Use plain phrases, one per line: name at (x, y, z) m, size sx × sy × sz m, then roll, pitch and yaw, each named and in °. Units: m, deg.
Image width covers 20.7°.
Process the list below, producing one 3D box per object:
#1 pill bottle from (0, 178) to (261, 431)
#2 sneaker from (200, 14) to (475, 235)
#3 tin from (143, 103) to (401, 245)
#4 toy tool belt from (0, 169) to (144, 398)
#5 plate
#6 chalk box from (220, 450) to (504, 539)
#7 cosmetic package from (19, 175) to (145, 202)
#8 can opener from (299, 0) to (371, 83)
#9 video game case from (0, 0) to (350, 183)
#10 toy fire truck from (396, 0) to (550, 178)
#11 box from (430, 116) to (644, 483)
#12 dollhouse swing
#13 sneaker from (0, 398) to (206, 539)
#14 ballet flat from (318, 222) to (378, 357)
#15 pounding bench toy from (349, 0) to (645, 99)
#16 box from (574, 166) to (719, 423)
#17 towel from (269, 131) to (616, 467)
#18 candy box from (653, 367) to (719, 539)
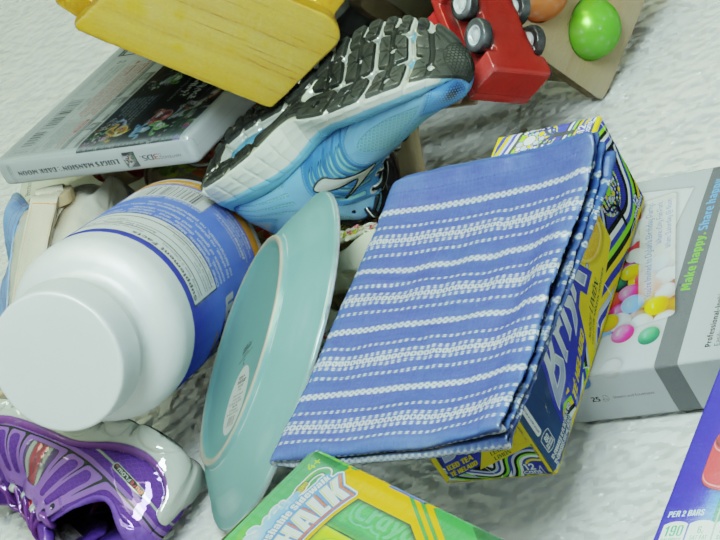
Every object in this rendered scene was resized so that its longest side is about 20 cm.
pill bottle at (-0.138, 0.022, 1.175) m, size 0.111 × 0.113 × 0.200 m, roll -19°, pitch 11°, yaw 22°
sneaker at (-0.002, -0.079, 1.180) m, size 0.199 × 0.090 × 0.079 m, roll -28°, pitch 31°, yaw 39°
tin at (-0.057, -0.054, 1.322) m, size 0.199 × 0.042 × 0.112 m, roll 21°, pitch 51°, yaw 35°
toy tool belt at (-0.204, -0.009, 1.350) m, size 0.122 × 0.125 × 0.201 m, roll -21°, pitch 49°, yaw 26°
plate at (-0.058, 0.048, 1.119) m, size 0.200 × 0.025 × 0.202 m, roll -161°, pitch 90°, yaw -76°
chalk box at (-0.006, 0.176, 0.911) m, size 0.125 × 0.124 × 0.199 m, roll -45°, pitch 33°, yaw -20°
cosmetic package at (-0.149, -0.089, 1.468) m, size 0.199 × 0.073 × 0.104 m, roll -25°, pitch 32°, yaw 11°
can opener at (-0.006, -0.175, 1.378) m, size 0.066 × 0.052 × 0.201 m, roll 39°, pitch 112°, yaw 45°
video game case at (-0.124, -0.127, 1.331) m, size 0.181 × 0.023 × 0.200 m, roll -4°, pitch 33°, yaw 39°
toy fire truck at (0.050, -0.117, 1.202) m, size 0.141 × 0.048 × 0.201 m, roll -48°, pitch 51°, yaw 43°
box at (0.086, 0.013, 1.037) m, size 0.070 × 0.064 × 0.201 m, roll -9°, pitch 41°, yaw 34°
dollhouse swing at (-0.072, -0.226, 1.223) m, size 0.200 × 0.180 × 0.177 m, roll -103°, pitch 37°, yaw -64°
sneaker at (-0.186, 0.131, 1.191) m, size 0.199 × 0.081 × 0.084 m, roll 0°, pitch 49°, yaw 42°
ballet flat at (0.000, 0.000, 1.158) m, size 0.199 × 0.064 × 0.076 m, roll -29°, pitch 66°, yaw 42°
pounding bench toy at (0.090, -0.165, 1.295) m, size 0.155 × 0.124 × 0.201 m, roll 15°, pitch 80°, yaw 50°
box at (0.150, 0.014, 1.078) m, size 0.199 × 0.041 × 0.157 m, roll -11°, pitch 38°, yaw 35°
towel at (0.043, 0.013, 0.997) m, size 0.144 × 0.024 × 0.201 m, roll -10°, pitch 41°, yaw 36°
candy box at (0.241, 0.073, 0.874) m, size 0.168 × 0.077 × 0.201 m, roll -7°, pitch 39°, yaw 38°
